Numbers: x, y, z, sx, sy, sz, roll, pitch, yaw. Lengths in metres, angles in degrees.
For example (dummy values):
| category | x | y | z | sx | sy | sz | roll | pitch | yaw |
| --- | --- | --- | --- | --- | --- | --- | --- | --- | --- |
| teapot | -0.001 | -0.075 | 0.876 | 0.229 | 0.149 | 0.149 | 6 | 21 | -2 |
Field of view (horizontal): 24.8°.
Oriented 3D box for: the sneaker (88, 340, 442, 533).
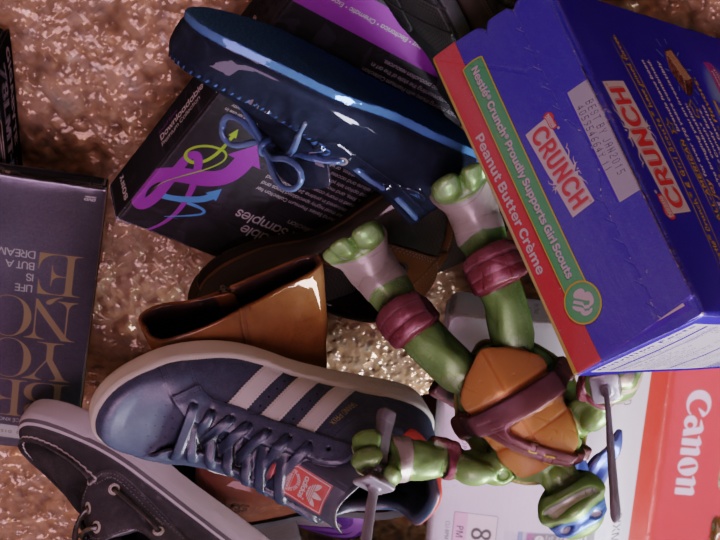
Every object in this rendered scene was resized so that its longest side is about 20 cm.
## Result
| category | x | y | z | sx | sy | sz | roll | pitch | yaw |
| --- | --- | --- | --- | --- | --- | --- | --- | --- | --- |
| sneaker | -0.043 | 0.095 | 0.865 | 0.198 | 0.085 | 0.075 | 6 | 127 | -22 |

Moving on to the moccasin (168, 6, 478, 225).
| category | x | y | z | sx | sy | sz | roll | pitch | yaw |
| --- | --- | --- | --- | --- | --- | --- | --- | --- | --- |
| moccasin | -0.018 | -0.069 | 0.840 | 0.199 | 0.081 | 0.068 | 24 | 110 | -35 |

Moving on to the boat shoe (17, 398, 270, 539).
| category | x | y | z | sx | sy | sz | roll | pitch | yaw |
| --- | --- | --- | --- | --- | --- | --- | --- | --- | --- |
| boat shoe | -0.131 | 0.151 | 0.954 | 0.199 | 0.066 | 0.070 | 34 | 147 | 11 |

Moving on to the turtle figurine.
| category | x | y | z | sx | sy | sz | roll | pitch | yaw |
| --- | --- | --- | --- | --- | --- | --- | --- | --- | --- |
| turtle figurine | 0.060 | 0.053 | 0.817 | 0.144 | 0.199 | 0.195 | -36 | 79 | 43 |

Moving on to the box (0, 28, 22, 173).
| category | x | y | z | sx | sy | sz | roll | pitch | yaw |
| --- | --- | --- | --- | --- | --- | --- | --- | --- | --- |
| box | -0.296 | -0.045 | 0.950 | 0.198 | 0.050 | 0.200 | 1 | 125 | -1 |

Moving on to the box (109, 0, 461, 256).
| category | x | y | z | sx | sy | sz | roll | pitch | yaw |
| --- | --- | --- | --- | --- | --- | --- | --- | --- | --- |
| box | -0.028 | -0.082 | 0.911 | 0.142 | 0.036 | 0.200 | 22 | 121 | -36 |

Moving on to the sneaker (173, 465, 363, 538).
| category | x | y | z | sx | sy | sz | roll | pitch | yaw |
| --- | --- | --- | --- | --- | --- | --- | --- | --- | --- |
| sneaker | -0.079 | 0.133 | 1.049 | 0.199 | 0.084 | 0.081 | 24 | 121 | -16 |

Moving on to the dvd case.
| category | x | y | z | sx | sy | sz | roll | pitch | yaw |
| --- | --- | --- | --- | --- | --- | --- | --- | --- | --- |
| dvd case | -0.231 | 0.022 | 0.960 | 0.147 | 0.016 | 0.201 | 8 | 125 | -8 |

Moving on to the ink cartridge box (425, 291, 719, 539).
| category | x | y | z | sx | sy | sz | roll | pitch | yaw |
| --- | --- | --- | --- | --- | --- | --- | --- | --- | --- |
| ink cartridge box | 0.141 | 0.101 | 0.940 | 0.198 | 0.057 | 0.164 | 7 | 110 | 8 |

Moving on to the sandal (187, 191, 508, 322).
| category | x | y | z | sx | sy | sz | roll | pitch | yaw |
| --- | --- | --- | --- | --- | --- | --- | --- | --- | --- |
| sandal | 0.000 | 0.000 | 0.937 | 0.198 | 0.055 | 0.082 | -18 | 143 | -10 |

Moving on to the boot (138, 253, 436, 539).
| category | x | y | z | sx | sy | sz | roll | pitch | yaw |
| --- | --- | --- | --- | --- | --- | --- | --- | --- | --- |
| boot | -0.019 | 0.061 | 0.947 | 0.186 | 0.069 | 0.201 | -14 | 133 | -5 |

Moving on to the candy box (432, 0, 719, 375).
| category | x | y | z | sx | sy | sz | roll | pitch | yaw |
| --- | --- | --- | --- | --- | --- | --- | --- | --- | --- |
| candy box | 0.144 | -0.039 | 0.801 | 0.077 | 0.170 | 0.199 | -31 | 161 | 30 |

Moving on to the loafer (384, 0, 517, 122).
| category | x | y | z | sx | sy | sz | roll | pitch | yaw |
| --- | --- | --- | --- | --- | --- | --- | --- | --- | --- |
| loafer | 0.059 | -0.131 | 0.836 | 0.063 | 0.072 | 0.200 | -45 | 141 | -8 |
